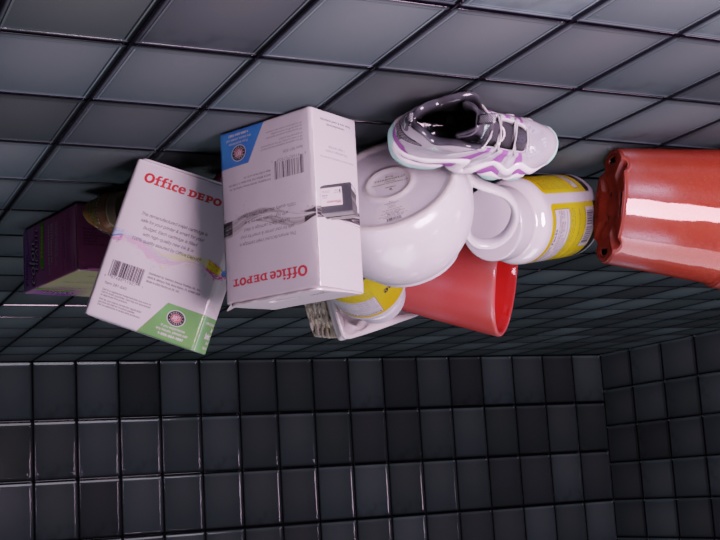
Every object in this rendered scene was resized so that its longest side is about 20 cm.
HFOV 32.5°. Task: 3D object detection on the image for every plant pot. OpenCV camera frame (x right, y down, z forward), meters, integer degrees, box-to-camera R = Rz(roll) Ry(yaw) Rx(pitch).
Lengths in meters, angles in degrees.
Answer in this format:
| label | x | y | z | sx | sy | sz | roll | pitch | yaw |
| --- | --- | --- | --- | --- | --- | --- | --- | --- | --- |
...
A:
| label | x | y | z | sx | sy | sz | roll | pitch | yaw |
| --- | --- | --- | --- | --- | --- | --- | --- | --- | --- |
| plant pot | 0.412 | -0.074 | 1.589 | 0.193 | 0.203 | 0.201 | 6 | 169 | -4 |
| plant pot | 0.138 | -0.007 | 1.874 | 0.175 | 0.203 | 0.200 | 5 | 173 | 16 |

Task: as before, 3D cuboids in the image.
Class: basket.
| label | x | y | z | sx | sy | sz | roll | pitch | yaw |
| --- | --- | --- | --- | --- | --- | --- | --- | --- | --- |
| basket | 0.008 | 0.024 | 2.003 | 0.198 | 0.137 | 0.123 | -18 | -174 | -31 |

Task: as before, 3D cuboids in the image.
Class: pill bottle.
| label | x | y | z | sx | sy | sz | roll | pitch | yaw |
| --- | --- | --- | --- | --- | --- | --- | --- | --- | --- |
| pill bottle | 0.000 | 0.000 | 1.687 | 0.111 | 0.113 | 0.200 | -6 | 156 | 15 |
| pill bottle | 0.226 | -0.068 | 1.636 | 0.113 | 0.116 | 0.199 | -12 | 177 | 39 |

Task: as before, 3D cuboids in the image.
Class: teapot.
| label | x | y | z | sx | sy | sz | roll | pitch | yaw |
| --- | --- | --- | --- | --- | --- | --- | --- | --- | --- |
| teapot | 0.056 | -0.051 | 1.468 | 0.199 | 0.198 | 0.147 | 20 | 145 | 39 |

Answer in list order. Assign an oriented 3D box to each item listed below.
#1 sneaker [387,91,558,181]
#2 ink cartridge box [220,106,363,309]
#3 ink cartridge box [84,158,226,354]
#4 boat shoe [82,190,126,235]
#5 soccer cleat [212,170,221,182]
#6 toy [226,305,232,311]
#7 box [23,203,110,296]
| label | x | y | z | sx | sy | sz | roll | pitch | yaw |
| --- | --- | --- | --- | --- | --- | --- | --- | --- | --- |
| sneaker | 0.137 | -0.149 | 1.340 | 0.197 | 0.079 | 0.140 | -2 | 171 | -11 |
| ink cartridge box | -0.079 | -0.064 | 1.385 | 0.143 | 0.203 | 0.084 | -11 | 167 | 38 |
| ink cartridge box | -0.230 | -0.016 | 1.508 | 0.143 | 0.202 | 0.084 | 18 | 174 | 6 |
| boat shoe | -0.299 | -0.067 | 1.703 | 0.067 | 0.073 | 0.200 | -5 | 161 | 30 |
| soccer cleat | -0.098 | -0.090 | 1.561 | 0.197 | 0.087 | 0.070 | -5 | 170 | 7 |
| toy | -0.121 | -0.034 | 1.754 | 0.201 | 0.047 | 0.115 | -53 | 169 | 19 |
| box | -0.375 | -0.025 | 1.808 | 0.174 | 0.098 | 0.199 | 3 | 167 | -36 |
